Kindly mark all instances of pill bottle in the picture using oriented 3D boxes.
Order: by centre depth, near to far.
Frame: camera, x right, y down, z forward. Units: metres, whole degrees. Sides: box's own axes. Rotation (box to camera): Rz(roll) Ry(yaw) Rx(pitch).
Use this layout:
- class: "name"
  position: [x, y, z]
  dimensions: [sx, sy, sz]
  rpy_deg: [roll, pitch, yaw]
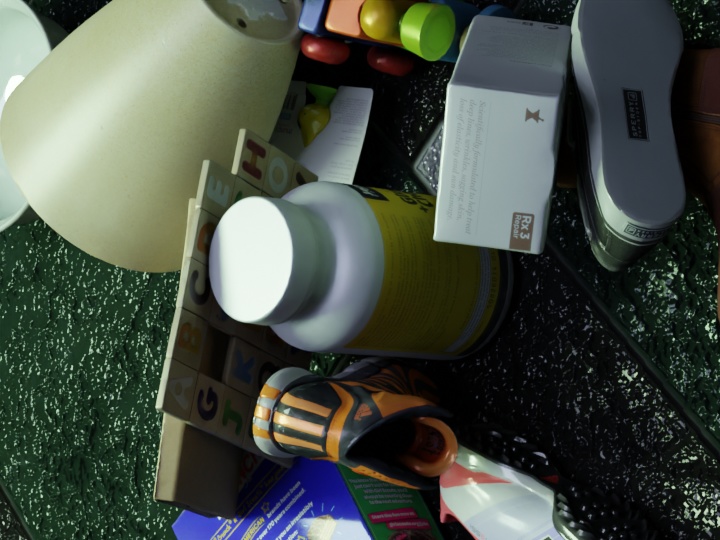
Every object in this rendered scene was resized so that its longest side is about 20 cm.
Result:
- class: "pill bottle"
  position: [0.000, 0.000, 1.547]
  dimensions: [0.112, 0.199, 0.113]
  rpy_deg: [-6, 82, 44]

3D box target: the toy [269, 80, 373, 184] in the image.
- class: "toy"
  position: [-0.039, -0.035, 1.700]
  dimensions: [0.115, 0.047, 0.201]
  rpy_deg: [11, 89, 49]

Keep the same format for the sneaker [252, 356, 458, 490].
- class: "sneaker"
  position: [0.024, 0.107, 1.529]
  dimensions: [0.112, 0.200, 0.078]
  rpy_deg: [16, 101, 29]

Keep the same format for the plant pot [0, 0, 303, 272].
- class: "plant pot"
  position: [-0.129, -0.133, 1.656]
  dimensions: [0.200, 0.187, 0.188]
  rpy_deg: [-48, 55, 38]

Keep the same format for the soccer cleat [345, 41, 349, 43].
- class: "soccer cleat"
  position: [0.016, -0.258, 1.650]
  dimensions: [0.086, 0.070, 0.201]
  rpy_deg: [16, 97, 45]

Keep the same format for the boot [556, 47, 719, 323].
- class: "boot"
  position: [0.193, -0.056, 1.453]
  dimensions: [0.199, 0.068, 0.189]
  rpy_deg: [7, 91, 46]

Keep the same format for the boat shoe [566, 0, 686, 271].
- class: "boat shoe"
  position: [0.155, -0.094, 1.425]
  dimensions: [0.064, 0.070, 0.201]
  rpy_deg: [120, 158, -54]

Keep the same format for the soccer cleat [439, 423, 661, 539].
- class: "soccer cleat"
  position: [0.122, 0.169, 1.507]
  dimensions: [0.200, 0.068, 0.074]
  rpy_deg: [33, 116, 45]

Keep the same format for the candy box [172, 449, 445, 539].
- class: "candy box"
  position: [-0.027, 0.208, 1.641]
  dimensions: [0.169, 0.077, 0.201]
  rpy_deg: [-49, 55, 31]

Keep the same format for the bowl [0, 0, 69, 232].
- class: "bowl"
  position: [-0.276, -0.124, 1.916]
  dimensions: [0.200, 0.090, 0.202]
  rpy_deg: [-6, 81, 44]

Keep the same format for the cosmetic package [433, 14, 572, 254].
- class: "cosmetic package"
  position: [0.091, -0.089, 1.460]
  dimensions: [0.074, 0.200, 0.102]
  rpy_deg: [7, 107, 6]

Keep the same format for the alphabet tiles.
- class: "alphabet tiles"
  position: [-0.071, 0.016, 1.561]
  dimensions: [0.008, 0.167, 0.201]
  rpy_deg: [2, 74, 30]

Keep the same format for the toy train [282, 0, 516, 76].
- class: "toy train"
  position: [0.012, -0.170, 1.557]
  dimensions: [0.115, 0.199, 0.085]
  rpy_deg: [24, 103, 39]

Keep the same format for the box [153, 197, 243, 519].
- class: "box"
  position: [-0.100, 0.063, 1.587]
  dimensions: [0.021, 0.163, 0.201]
  rpy_deg: [6, 81, 12]
